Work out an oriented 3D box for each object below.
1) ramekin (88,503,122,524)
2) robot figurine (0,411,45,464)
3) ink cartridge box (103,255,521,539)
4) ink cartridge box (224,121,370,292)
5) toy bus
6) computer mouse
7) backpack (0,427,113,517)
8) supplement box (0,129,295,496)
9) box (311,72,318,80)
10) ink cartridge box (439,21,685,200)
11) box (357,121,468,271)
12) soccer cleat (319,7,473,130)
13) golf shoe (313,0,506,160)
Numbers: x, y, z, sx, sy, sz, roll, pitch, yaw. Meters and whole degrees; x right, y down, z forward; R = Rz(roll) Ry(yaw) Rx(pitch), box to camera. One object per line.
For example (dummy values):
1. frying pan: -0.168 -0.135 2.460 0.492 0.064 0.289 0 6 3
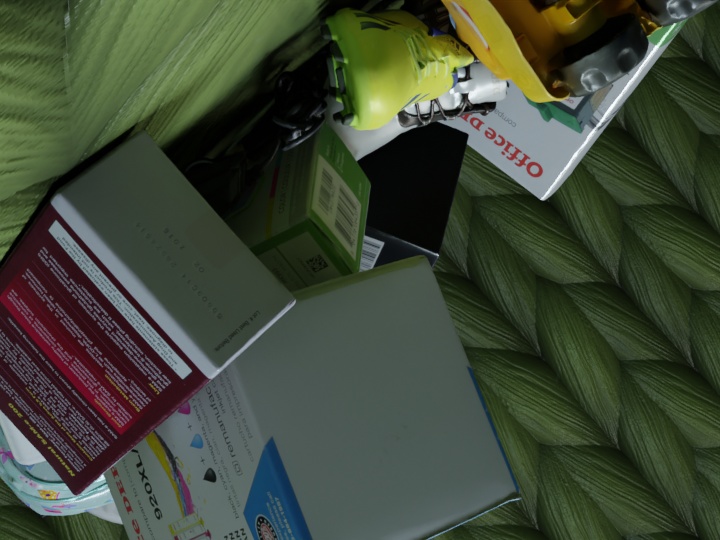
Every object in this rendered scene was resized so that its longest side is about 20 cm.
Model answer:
1. ramekin: -0.196 0.126 1.322 0.200 0.200 0.105 -42 172 -19
2. robot figurine: -0.157 0.075 1.034 0.200 0.113 0.170 -15 -153 1
3. ink cartridge box: -0.042 0.103 0.836 0.144 0.148 0.200 -17 171 -35
4. ink cartridge box: -0.093 -0.005 0.912 0.200 0.059 0.104 -26 -149 23
5. toy bus: 0.112 -0.191 0.902 0.200 0.136 0.192 -40 -164 -23
6. computer mouse: -0.098 -0.049 0.850 0.200 0.046 0.140 -43 -169 15
7. backpack: -0.200 0.107 1.157 0.200 0.167 0.127 -26 158 -14
8. supplement box: -0.126 0.029 0.718 0.061 0.109 0.200 -43 -177 -38
9. box: 0.010 -0.150 1.103 0.039 0.041 0.200 -43 180 18
10. ink cartridge box: 0.145 -0.175 1.098 0.200 0.146 0.084 -56 173 30
11. box: 0.000 0.000 1.047 0.141 0.079 0.200 -77 -171 -47
12. soccer cleat: 0.023 -0.121 0.829 0.083 0.065 0.200 -6 -168 4
13. golf shoe: 0.044 -0.129 0.963 0.200 0.094 0.078 -46 139 -31
